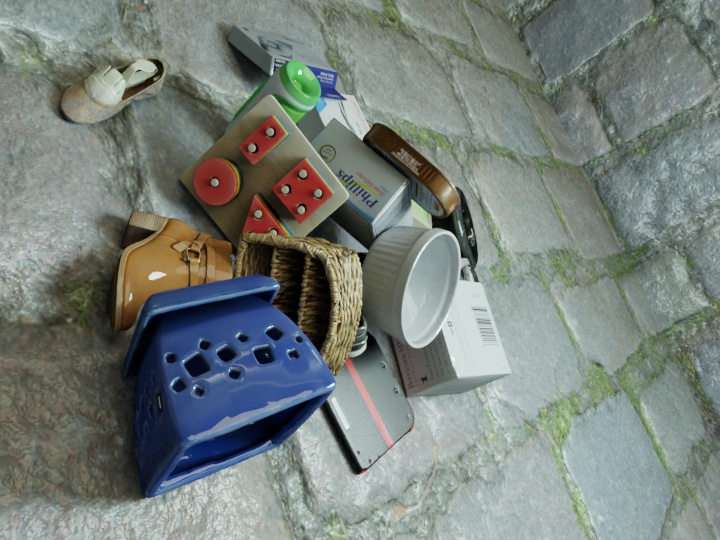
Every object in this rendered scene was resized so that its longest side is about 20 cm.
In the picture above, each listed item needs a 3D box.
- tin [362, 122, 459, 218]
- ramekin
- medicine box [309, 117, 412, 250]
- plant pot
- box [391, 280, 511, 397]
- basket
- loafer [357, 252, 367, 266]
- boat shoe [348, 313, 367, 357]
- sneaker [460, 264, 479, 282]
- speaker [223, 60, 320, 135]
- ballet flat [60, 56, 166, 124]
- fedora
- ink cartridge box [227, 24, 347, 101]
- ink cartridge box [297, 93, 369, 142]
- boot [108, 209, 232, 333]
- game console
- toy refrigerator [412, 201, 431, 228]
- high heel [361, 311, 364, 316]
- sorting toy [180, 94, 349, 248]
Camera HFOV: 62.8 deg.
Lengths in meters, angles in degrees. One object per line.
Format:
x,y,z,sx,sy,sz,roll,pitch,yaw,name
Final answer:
0.082,-0.165,0.990,0.199,0.042,0.112,43,-4,12,tin
0.082,0.020,1.010,0.199,0.103,0.205,-30,129,-46,ramekin
-0.004,-0.138,1.056,0.182,0.103,0.200,41,-9,15,medicine box
-0.175,0.127,0.710,0.197,0.200,0.182,-12,65,-37,plant pot
0.171,0.133,1.172,0.197,0.130,0.203,7,60,-45,box
-0.093,0.058,0.850,0.147,0.141,0.205,1,103,-48,basket
0.000,0.000,1.116,0.199,0.072,0.074,-23,82,-53,loafer
-0.055,0.048,0.970,0.071,0.068,0.200,-30,58,-21,boat shoe
0.245,0.091,1.346,0.074,0.078,0.205,-30,105,-72,sneaker
-0.156,-0.265,1.013,0.087,0.199,0.090,27,46,-33,speaker
-0.367,-0.284,0.894,0.068,0.067,0.201,48,38,-12,ballet flat
0.214,-0.091,1.386,0.200,0.090,0.206,-12,90,-72,fedora
-0.140,-0.426,1.211,0.200,0.041,0.198,45,31,24,ink cartridge box
-0.047,-0.320,1.286,0.198,0.067,0.118,-13,75,-52,ink cartridge box
-0.250,0.008,0.798,0.152,0.074,0.203,18,48,-24,boot
0.003,0.216,1.013,0.175,0.031,0.203,-24,83,-47,game console
0.072,-0.152,1.306,0.198,0.069,0.077,31,45,-31,toy refrigerator
-0.015,0.063,1.020,0.067,0.097,0.199,38,38,19,high heel
-0.153,-0.127,0.916,0.201,0.198,0.070,50,9,-9,sorting toy
